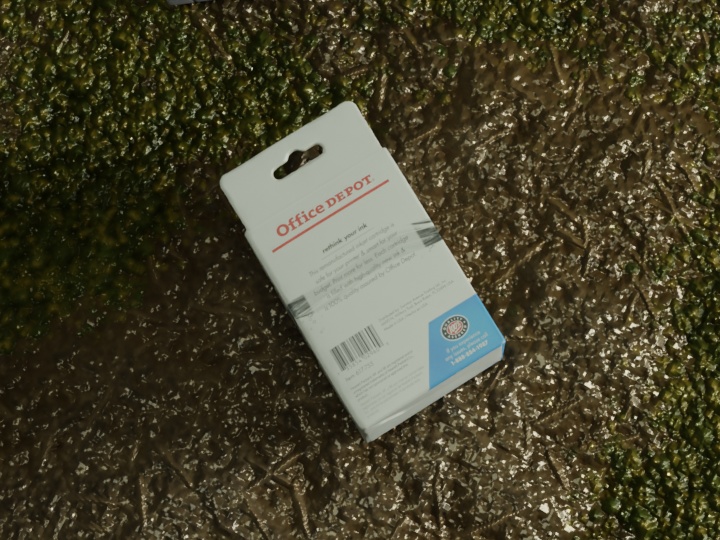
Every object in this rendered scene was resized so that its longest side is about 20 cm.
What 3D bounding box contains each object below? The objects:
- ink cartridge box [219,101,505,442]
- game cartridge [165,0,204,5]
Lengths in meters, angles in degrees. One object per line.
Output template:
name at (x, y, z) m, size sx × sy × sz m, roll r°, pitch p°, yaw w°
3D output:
ink cartridge box at (0.000, 0.000, 1.166) m, size 0.115 × 0.068 × 0.201 m, roll -30°, pitch 77°, yaw -4°
game cartridge at (-0.092, -0.303, 1.260) m, size 0.128 × 0.038 × 0.203 m, roll -8°, pitch 77°, yaw 6°
